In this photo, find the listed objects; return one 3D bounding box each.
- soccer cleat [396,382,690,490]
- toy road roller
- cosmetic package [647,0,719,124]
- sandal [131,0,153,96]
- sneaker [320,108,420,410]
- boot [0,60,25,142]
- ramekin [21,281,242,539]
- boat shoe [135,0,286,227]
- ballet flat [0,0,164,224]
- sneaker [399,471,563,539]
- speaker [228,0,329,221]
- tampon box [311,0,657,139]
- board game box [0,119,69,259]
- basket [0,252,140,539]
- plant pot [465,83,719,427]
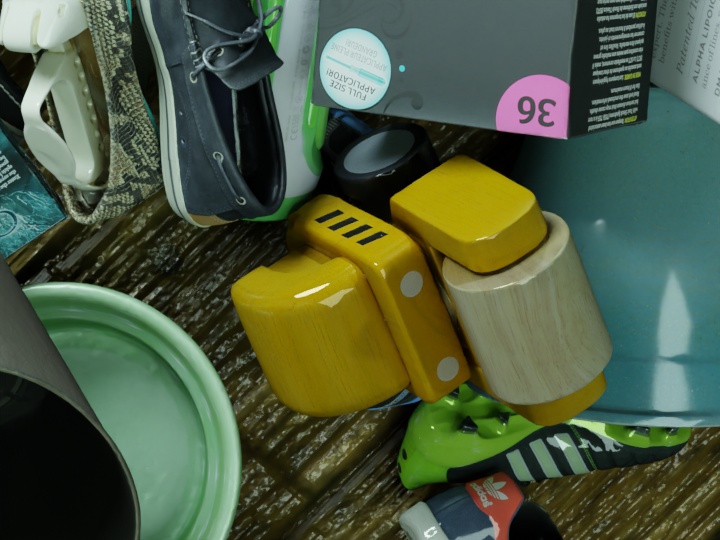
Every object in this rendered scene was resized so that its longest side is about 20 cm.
[{"bbox_3d":[0.114,0.104,1.563,0.200,0.068,0.081,1,141,-27],"label":"soccer cleat"},{"bbox_3d":[0.024,0.021,1.335,0.146,0.200,0.123,-34,121,-17],"label":"toy road roller"},{"bbox_3d":[0.234,-0.184,1.376,0.165,0.200,0.165,-1,114,-29],"label":"cosmetic package"},{"bbox_3d":[-0.117,-0.158,1.333,0.082,0.055,0.200,-23,132,-51],"label":"sandal"},{"bbox_3d":[0.000,0.000,1.460,0.083,0.071,0.200,-21,123,-22],"label":"sneaker"},{"bbox_3d":[-0.194,-0.177,1.309,0.154,0.073,0.204,-40,122,-2],"label":"boot"},{"bbox_3d":[-0.163,0.107,1.395,0.199,0.098,0.201,0,89,1],"label":"ramekin"},{"bbox_3d":[-0.073,-0.117,1.297,0.075,0.062,0.200,-33,124,-51],"label":"boat shoe"},{"bbox_3d":[-0.150,-0.108,1.287,0.075,0.068,0.200,-42,135,-37],"label":"ballet flat"},{"bbox_3d":[0.094,0.197,1.564,0.084,0.075,0.200,-31,143,-4],"label":"sneaker"},{"bbox_3d":[-0.051,-0.133,1.373,0.088,0.088,0.200,1,113,-20],"label":"speaker"},{"bbox_3d":[0.072,-0.179,1.312,0.126,0.150,0.201,-15,111,-63],"label":"tampon box"},{"bbox_3d":[-0.270,-0.023,1.298,0.200,0.028,0.135,-34,127,0],"label":"board game box"},{"bbox_3d":[-0.207,0.065,1.235,0.136,0.200,0.180,-35,126,1],"label":"basket"},{"bbox_3d":[0.165,-0.021,1.451,0.200,0.200,0.188,-1,100,-20],"label":"plant pot"}]
